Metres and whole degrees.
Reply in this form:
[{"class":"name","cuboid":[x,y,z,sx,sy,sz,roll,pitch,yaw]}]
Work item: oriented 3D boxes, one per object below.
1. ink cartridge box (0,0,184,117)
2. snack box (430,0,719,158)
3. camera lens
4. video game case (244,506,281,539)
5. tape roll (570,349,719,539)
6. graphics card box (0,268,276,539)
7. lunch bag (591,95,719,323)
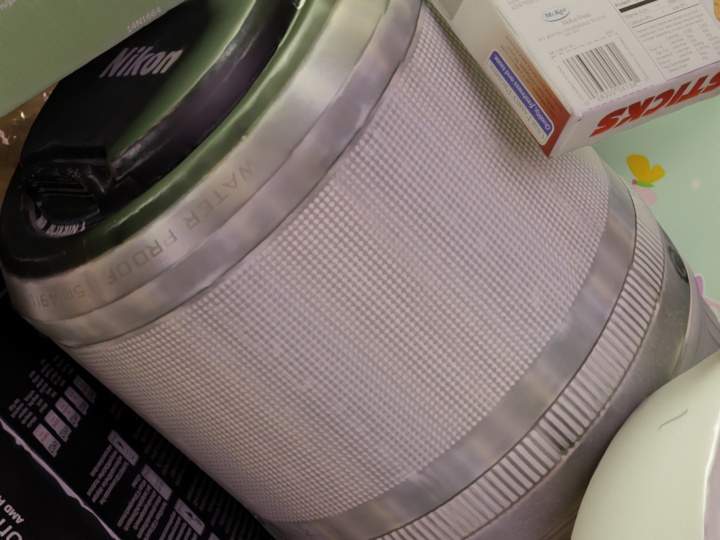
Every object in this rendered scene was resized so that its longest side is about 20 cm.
[{"class":"ink cartridge box","cuboid":[-0.163,-0.093,0.709,0.146,0.200,0.048,-37,131,-23]},{"class":"snack box","cuboid":[0.112,-0.093,0.697,0.200,0.024,0.072,-22,67,-36]},{"class":"camera lens","cuboid":[0.000,0.000,0.722,0.200,0.160,0.160,43,67,-25]},{"class":"video game case","cuboid":[-0.056,0.098,0.800,0.143,0.019,0.200,-1,79,-20]},{"class":"tape roll","cuboid":[0.157,0.108,0.647,0.202,0.071,0.203,14,59,-24]},{"class":"graphics card box","cuboid":[-0.093,0.069,0.714,0.051,0.125,0.200,-41,97,10]},{"class":"lunch bag","cuboid":[0.136,0.002,0.819,0.077,0.160,0.200,9,72,-49]}]
